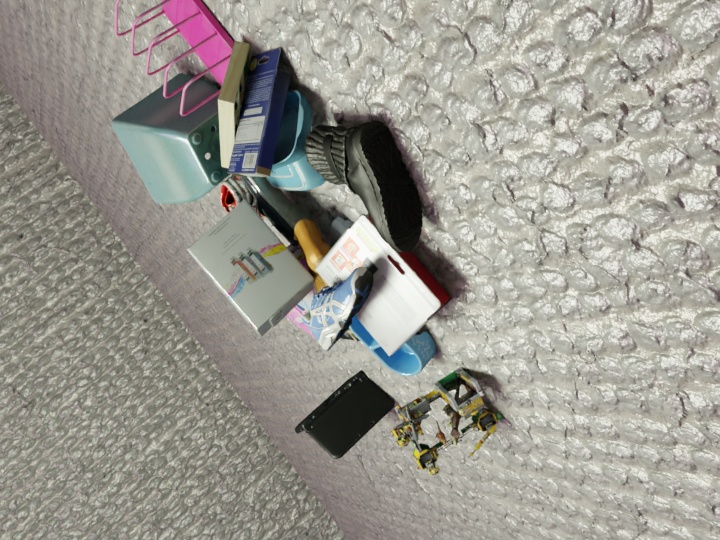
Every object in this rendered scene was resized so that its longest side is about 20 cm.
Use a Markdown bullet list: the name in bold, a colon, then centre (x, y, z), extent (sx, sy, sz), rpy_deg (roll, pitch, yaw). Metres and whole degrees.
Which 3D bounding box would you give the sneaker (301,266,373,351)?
- **sneaker**: centre (-0.042, 0.057, 1.283), extent (0.077, 0.076, 0.201), rpy_deg (40, 134, 7)

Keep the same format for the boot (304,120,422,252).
- **boot**: centre (0.005, -0.130, 1.192), extent (0.157, 0.079, 0.214), rpy_deg (3, 118, 53)

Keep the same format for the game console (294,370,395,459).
- **game console**: centre (-0.040, 0.349, 1.847), extent (0.117, 0.199, 0.176), rpy_deg (50, 158, 4)

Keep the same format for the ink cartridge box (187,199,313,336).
- **ink cartridge box**: centre (-0.201, 0.000, 1.461), extent (0.201, 0.144, 0.145), rpy_deg (49, 171, 4)

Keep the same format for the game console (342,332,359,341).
- **game console**: centre (-0.051, 0.069, 1.672), extent (0.176, 0.031, 0.202), rpy_deg (6, 130, 61)

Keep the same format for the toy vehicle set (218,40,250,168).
- **toy vehicle set**: centre (-0.219, -0.283, 1.351), extent (0.026, 0.126, 0.201), rpy_deg (11, 155, -3)

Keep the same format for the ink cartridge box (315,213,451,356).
- **ink cartridge box**: centre (0.047, 0.011, 1.295), extent (0.201, 0.084, 0.176), rpy_deg (49, 136, 6)

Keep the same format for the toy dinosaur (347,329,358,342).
- **toy dinosaur**: centre (-0.003, 0.101, 1.552), extent (0.197, 0.059, 0.101), rpy_deg (12, 160, 15)

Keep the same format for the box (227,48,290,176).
- **box**: centre (-0.164, -0.256, 1.271), extent (0.121, 0.032, 0.204), rpy_deg (12, 91, 58)

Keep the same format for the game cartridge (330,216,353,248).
- **game cartridge**: centre (0.000, 0.000, 1.464), extent (0.133, 0.041, 0.201), rpy_deg (45, 157, 26)

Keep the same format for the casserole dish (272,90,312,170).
- **casserole dish**: centre (-0.139, -0.225, 1.293), extent (0.038, 0.123, 0.198), rpy_deg (13, 167, -38)

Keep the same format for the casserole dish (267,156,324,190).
- **casserole dish**: centre (-0.138, -0.197, 1.408), extent (0.199, 0.039, 0.122), rpy_deg (13, 136, 58)

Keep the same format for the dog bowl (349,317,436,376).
- **dog bowl**: centre (0.054, 0.120, 1.447), extent (0.200, 0.050, 0.111), rpy_deg (46, 138, -17)

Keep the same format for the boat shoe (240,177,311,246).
- **boat shoe**: centre (-0.174, -0.129, 1.517), extent (0.061, 0.075, 0.200), rpy_deg (-30, 118, 31)

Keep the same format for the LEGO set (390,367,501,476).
- **LEGO set**: centre (0.159, 0.272, 1.368), extent (0.116, 0.197, 0.156), rpy_deg (-152, 41, -77)

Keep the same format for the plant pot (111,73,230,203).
- **plant pot**: centre (-0.325, -0.253, 1.524), extent (0.198, 0.196, 0.198), rpy_deg (15, 139, 43)

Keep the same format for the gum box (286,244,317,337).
- **gum box**: centre (-0.110, 0.051, 1.640), extent (0.113, 0.066, 0.202), rpy_deg (30, 146, 30)

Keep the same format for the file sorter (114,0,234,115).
- **file sorter**: centre (-0.327, -0.400, 1.372), extent (0.201, 0.125, 0.139), rpy_deg (51, 157, 1)

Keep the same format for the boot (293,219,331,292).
- **boot**: centre (-0.069, -0.013, 1.466), extent (0.145, 0.070, 0.202), rpy_deg (62, 175, 19)

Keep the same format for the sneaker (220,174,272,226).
- **sneaker**: centre (-0.236, -0.139, 1.610), extent (0.067, 0.108, 0.203), rpy_deg (41, 156, 22)
